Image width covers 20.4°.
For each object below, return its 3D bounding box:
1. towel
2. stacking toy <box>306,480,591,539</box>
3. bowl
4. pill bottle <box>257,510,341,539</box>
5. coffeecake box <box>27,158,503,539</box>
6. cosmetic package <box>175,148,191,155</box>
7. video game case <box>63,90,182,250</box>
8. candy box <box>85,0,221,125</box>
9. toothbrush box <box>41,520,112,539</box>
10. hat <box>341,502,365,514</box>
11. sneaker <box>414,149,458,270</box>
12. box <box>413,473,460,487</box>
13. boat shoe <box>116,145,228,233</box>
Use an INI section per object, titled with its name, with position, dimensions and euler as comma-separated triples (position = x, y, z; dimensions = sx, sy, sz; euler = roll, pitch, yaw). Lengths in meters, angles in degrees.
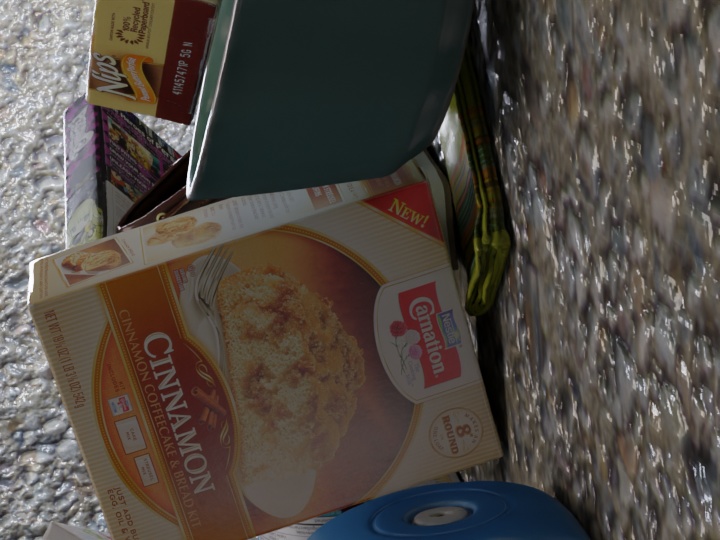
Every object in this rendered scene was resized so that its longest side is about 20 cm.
[towel]
position = 0.043, -0.083, 0.990
dimensions = 0.086, 0.018, 0.201
euler = 100, 161, -65
[stacking toy]
position = 0.049, 0.199, 0.864
dimensions = 0.110, 0.116, 0.201
euler = -136, 36, -78
[bowl]
position = -0.009, -0.121, 0.898
dimensions = 0.201, 0.105, 0.202
euler = -170, 90, -83
[pill bottle]
position = -0.016, 0.146, 1.316
dimensions = 0.111, 0.110, 0.201
euler = -123, 26, -74
[coffeecake box]
position = -0.046, 0.044, 0.998
dimensions = 0.073, 0.199, 0.154
euler = -116, 8, -70
[cosmetic package]
position = -0.082, -0.011, 1.464
dimensions = 0.200, 0.164, 0.166
euler = -154, 56, -81
[video game case]
position = -0.095, 0.003, 1.187
dimensions = 0.200, 0.036, 0.182
euler = 41, -159, -32
[candy box]
position = -0.079, -0.182, 0.903
dimensions = 0.115, 0.055, 0.201
euler = 117, 163, -66
[toothbrush box]
position = -0.091, 0.213, 1.087
dimensions = 0.086, 0.145, 0.200
euler = -62, -20, -2
[hat]
position = 0.061, 0.241, 0.998
dimensions = 0.200, 0.165, 0.176
euler = 53, -127, -37
[sneaker]
position = -0.006, -0.039, 1.122
dimensions = 0.200, 0.089, 0.067
euler = -119, 21, -73
[box]
position = 0.043, 0.201, 1.149
dimensions = 0.200, 0.048, 0.159
euler = -121, 25, -73
[boat shoe]
position = -0.050, -0.077, 1.078
dimensions = 0.070, 0.200, 0.070
euler = 39, 179, -14
